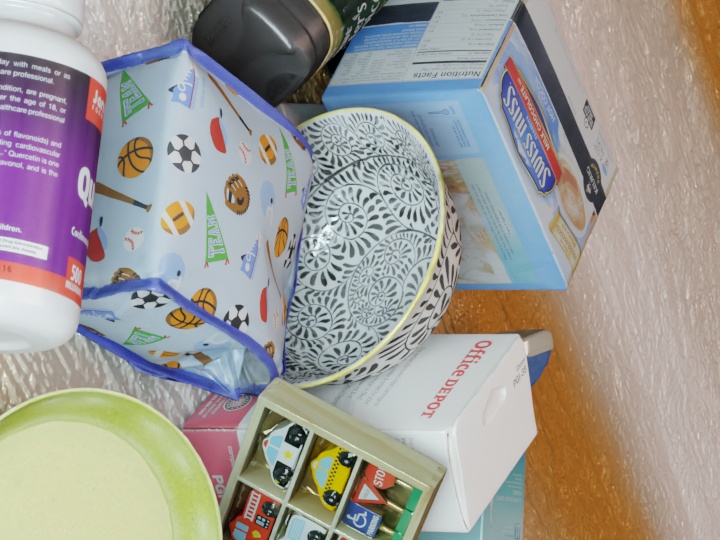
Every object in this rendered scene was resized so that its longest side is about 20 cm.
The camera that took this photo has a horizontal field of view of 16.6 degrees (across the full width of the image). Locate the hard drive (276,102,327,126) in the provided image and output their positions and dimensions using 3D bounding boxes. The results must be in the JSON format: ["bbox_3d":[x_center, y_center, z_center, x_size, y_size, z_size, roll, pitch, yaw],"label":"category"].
[{"bbox_3d":[-0.020,-0.057,1.838,0.200,0.025,0.132,-7,95,-65],"label":"hard drive"}]

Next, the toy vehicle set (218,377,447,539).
[{"bbox_3d":[-0.033,0.176,1.591,0.027,0.124,0.200,-50,164,-54],"label":"toy vehicle set"}]

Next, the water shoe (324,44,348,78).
[{"bbox_3d":[0.008,-0.154,1.859,0.200,0.071,0.079,42,54,-46],"label":"water shoe"}]

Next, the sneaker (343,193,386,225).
[{"bbox_3d":[0.007,0.023,1.783,0.096,0.079,0.200,-49,153,-29],"label":"sneaker"}]

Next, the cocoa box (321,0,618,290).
[{"bbox_3d":[0.081,-0.097,1.786,0.200,0.133,0.131,63,39,-38],"label":"cocoa box"}]

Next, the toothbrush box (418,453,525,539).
[{"bbox_3d":[0.039,0.196,1.812,0.085,0.146,0.200,19,72,-63],"label":"toothbrush box"}]

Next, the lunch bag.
[{"bbox_3d":[-0.106,-0.024,1.549,0.200,0.124,0.170,31,60,-52],"label":"lunch bag"}]

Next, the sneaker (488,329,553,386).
[{"bbox_3d":[0.103,0.119,2.025,0.200,0.077,0.111,-26,107,-58],"label":"sneaker"}]

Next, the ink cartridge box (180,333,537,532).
[{"bbox_3d":[0.002,0.108,1.675,0.147,0.200,0.083,-47,131,-55],"label":"ink cartridge box"}]

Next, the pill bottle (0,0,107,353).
[{"bbox_3d":[-0.200,-0.060,1.361,0.112,0.112,0.200,30,62,-61],"label":"pill bottle"}]

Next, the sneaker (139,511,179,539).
[{"bbox_3d":[-0.131,0.232,1.534,0.074,0.079,0.200,-49,133,-57],"label":"sneaker"}]

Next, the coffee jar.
[{"bbox_3d":[-0.029,-0.197,1.698,0.085,0.104,0.200,45,53,-3],"label":"coffee jar"}]

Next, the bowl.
[{"bbox_3d":[0.000,0.000,1.657,0.094,0.201,0.201,31,60,-45],"label":"bowl"}]

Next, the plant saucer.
[{"bbox_3d":[-0.171,0.167,1.432,0.200,0.031,0.200,-2,94,-37],"label":"plant saucer"}]
